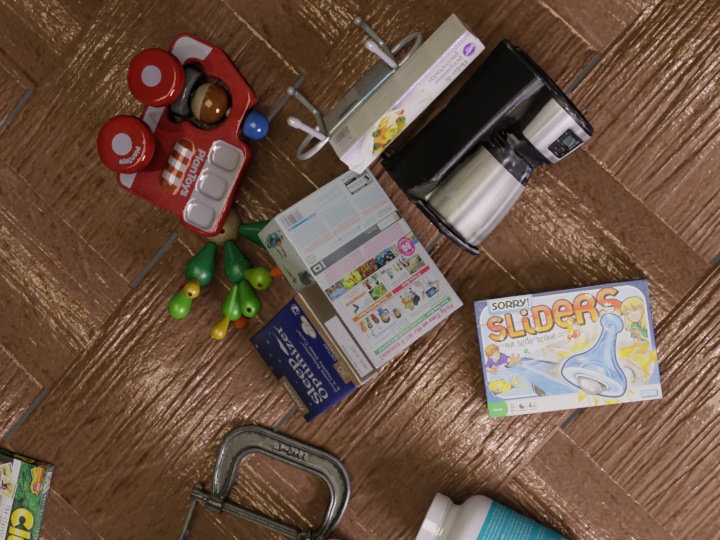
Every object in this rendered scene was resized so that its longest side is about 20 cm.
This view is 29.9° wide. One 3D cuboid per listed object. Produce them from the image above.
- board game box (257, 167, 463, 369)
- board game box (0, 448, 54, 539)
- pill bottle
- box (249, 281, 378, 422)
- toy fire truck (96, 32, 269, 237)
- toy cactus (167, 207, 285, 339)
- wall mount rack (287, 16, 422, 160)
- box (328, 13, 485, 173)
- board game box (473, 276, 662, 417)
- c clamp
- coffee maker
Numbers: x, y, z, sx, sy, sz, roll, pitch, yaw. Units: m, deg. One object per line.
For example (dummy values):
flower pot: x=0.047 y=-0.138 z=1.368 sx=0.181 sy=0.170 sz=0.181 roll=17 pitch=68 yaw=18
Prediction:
board game box: x=0.000 y=0.000 z=1.520 sx=0.147 sy=0.064 sz=0.201 roll=-33 pitch=86 yaw=-32
board game box: x=-0.456 y=0.328 z=1.697 sx=0.103 sy=0.023 sz=0.203 roll=14 pitch=97 yaw=8
pill bottle: x=0.161 y=0.327 z=1.527 sx=0.198 sy=0.111 sz=0.112 roll=26 pitch=98 yaw=8
box: x=-0.062 y=0.101 z=1.528 sx=0.032 sy=0.200 sz=0.122 roll=-33 pitch=85 yaw=-30
toy fire truck: x=-0.195 y=-0.160 z=1.558 sx=0.166 sy=0.112 sz=0.202 roll=27 pitch=94 yaw=10
toy cactus: x=-0.143 y=-0.020 z=1.587 sx=0.199 sy=0.102 sz=0.167 roll=-30 pitch=69 yaw=14
wall mount rack: x=-0.019 y=-0.206 z=1.495 sx=0.074 sy=0.174 sz=0.200 roll=42 pitch=101 yaw=-19
box: x=0.049 y=-0.192 z=1.480 sx=0.200 sy=0.039 sz=0.042 roll=-45 pitch=45 yaw=13
board game box: x=0.236 y=0.088 z=1.534 sx=0.197 sy=0.034 sz=0.137 roll=-8 pitch=92 yaw=12
c clamp: x=-0.112 y=0.278 z=1.625 sx=0.197 sy=0.027 sz=0.173 roll=13 pitch=91 yaw=12
coffee maker: x=0.128 y=-0.152 z=1.489 sx=0.192 sy=0.135 sz=0.200 roll=45 pitch=100 yaw=6
